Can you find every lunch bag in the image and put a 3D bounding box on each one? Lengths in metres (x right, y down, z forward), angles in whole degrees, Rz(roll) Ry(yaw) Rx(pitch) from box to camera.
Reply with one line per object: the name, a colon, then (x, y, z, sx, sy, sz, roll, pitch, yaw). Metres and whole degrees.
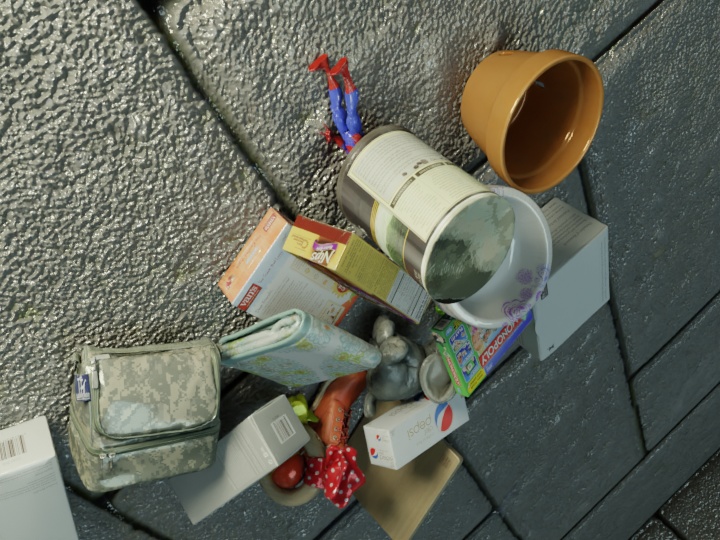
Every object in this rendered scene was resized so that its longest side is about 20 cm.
lunch bag: (-0.286, 0.176, 0.911, 0.195, 0.139, 0.173, -1, 110, -34)

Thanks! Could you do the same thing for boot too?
boot: (-0.039, 0.253, 1.168, 0.202, 0.107, 0.075, -52, 137, 2)

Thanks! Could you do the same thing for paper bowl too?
paper bowl: (0.179, -0.024, 1.017, 0.195, 0.104, 0.208, -3, 99, -21)

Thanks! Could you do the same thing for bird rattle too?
bird rattle: (-0.094, 0.303, 1.100, 0.163, 0.201, 0.112, -43, 169, 16)

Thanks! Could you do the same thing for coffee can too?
coffee can: (0.079, -0.076, 0.874, 0.143, 0.200, 0.150, -22, 134, -25)

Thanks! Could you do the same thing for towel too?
towel: (-0.093, 0.118, 1.000, 0.197, 0.050, 0.169, -19, 149, 37)

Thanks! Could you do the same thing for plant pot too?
plant pot: (0.242, -0.236, 1.017, 0.196, 0.140, 0.205, -19, 129, -25)

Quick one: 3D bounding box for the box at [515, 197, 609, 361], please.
box: (0.350, 0.017, 1.273, 0.198, 0.130, 0.202, -37, 135, -15)

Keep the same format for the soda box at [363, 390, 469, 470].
soda box: (0.098, 0.256, 1.151, 0.197, 0.063, 0.070, -21, 101, -42)

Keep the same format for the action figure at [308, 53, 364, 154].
action figure: (-0.014, -0.185, 0.915, 0.052, 0.064, 0.202, -52, 138, -26)

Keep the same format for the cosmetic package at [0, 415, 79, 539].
cosmetic package: (-0.450, 0.309, 0.914, 0.110, 0.081, 0.205, -14, 128, -28)

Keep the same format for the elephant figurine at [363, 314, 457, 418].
elephant figurine: (0.113, 0.156, 1.146, 0.194, 0.144, 0.158, 11, 130, -14)

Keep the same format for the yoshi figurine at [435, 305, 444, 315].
yoshi figurine: (0.190, 0.058, 1.213, 0.109, 0.113, 0.203, -21, 133, -7)

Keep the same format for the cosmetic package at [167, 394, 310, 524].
cosmetic package: (-0.182, 0.283, 1.023, 0.198, 0.092, 0.106, -35, 175, 23)

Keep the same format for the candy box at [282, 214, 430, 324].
candy box: (0.000, 0.000, 0.939, 0.199, 0.115, 0.058, 35, 80, -46)

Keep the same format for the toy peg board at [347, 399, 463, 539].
toy peg board: (0.082, 0.359, 1.280, 0.097, 0.198, 0.203, 11, 114, -57)

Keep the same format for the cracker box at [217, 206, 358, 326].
cracker box: (-0.092, 0.016, 0.997, 0.135, 0.058, 0.199, -53, 136, 4)

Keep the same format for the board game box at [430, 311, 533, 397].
board game box: (0.203, 0.086, 1.118, 0.200, 0.029, 0.137, -43, 121, -28)
